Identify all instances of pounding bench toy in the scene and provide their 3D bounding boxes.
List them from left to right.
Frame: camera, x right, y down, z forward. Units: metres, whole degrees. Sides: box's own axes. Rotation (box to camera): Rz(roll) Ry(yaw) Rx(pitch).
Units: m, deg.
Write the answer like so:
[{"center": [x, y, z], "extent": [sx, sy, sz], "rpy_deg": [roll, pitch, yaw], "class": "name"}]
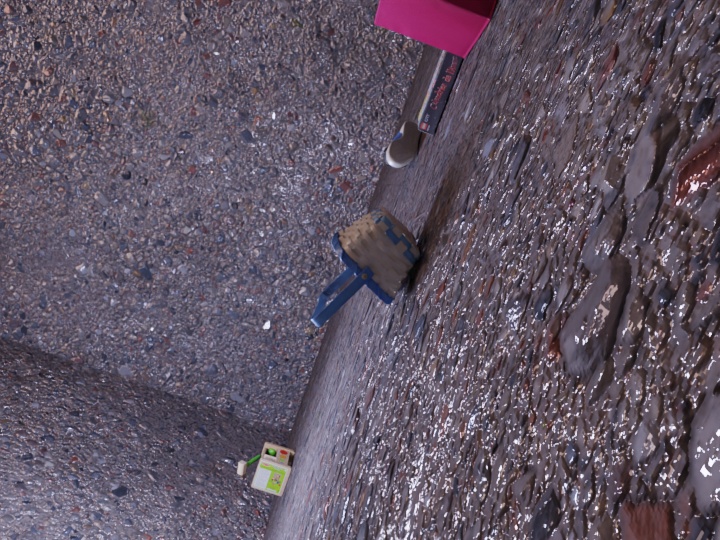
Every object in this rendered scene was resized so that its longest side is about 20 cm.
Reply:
[{"center": [-0.372, 0.755, 2.453], "extent": [0.156, 0.198, 0.126], "rpy_deg": [-92, 22, -78], "class": "pounding bench toy"}]

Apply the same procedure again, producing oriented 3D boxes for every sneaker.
[{"center": [0.099, -0.301, 1.657], "extent": [0.112, 0.076, 0.201], "rpy_deg": [-60, 7, 43], "class": "sneaker"}]

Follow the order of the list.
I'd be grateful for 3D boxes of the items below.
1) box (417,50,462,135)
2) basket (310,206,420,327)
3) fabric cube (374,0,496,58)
[{"center": [0.177, -0.409, 1.372], "extent": [0.137, 0.037, 0.202], "rpy_deg": [-79, 9, -66], "class": "box"}, {"center": [0.000, 0.000, 1.024], "extent": [0.199, 0.139, 0.176], "rpy_deg": [-39, 10, 10], "class": "basket"}, {"center": [0.156, -0.552, 1.171], "extent": [0.196, 0.197, 0.202], "rpy_deg": [146, 143, -85], "class": "fabric cube"}]
